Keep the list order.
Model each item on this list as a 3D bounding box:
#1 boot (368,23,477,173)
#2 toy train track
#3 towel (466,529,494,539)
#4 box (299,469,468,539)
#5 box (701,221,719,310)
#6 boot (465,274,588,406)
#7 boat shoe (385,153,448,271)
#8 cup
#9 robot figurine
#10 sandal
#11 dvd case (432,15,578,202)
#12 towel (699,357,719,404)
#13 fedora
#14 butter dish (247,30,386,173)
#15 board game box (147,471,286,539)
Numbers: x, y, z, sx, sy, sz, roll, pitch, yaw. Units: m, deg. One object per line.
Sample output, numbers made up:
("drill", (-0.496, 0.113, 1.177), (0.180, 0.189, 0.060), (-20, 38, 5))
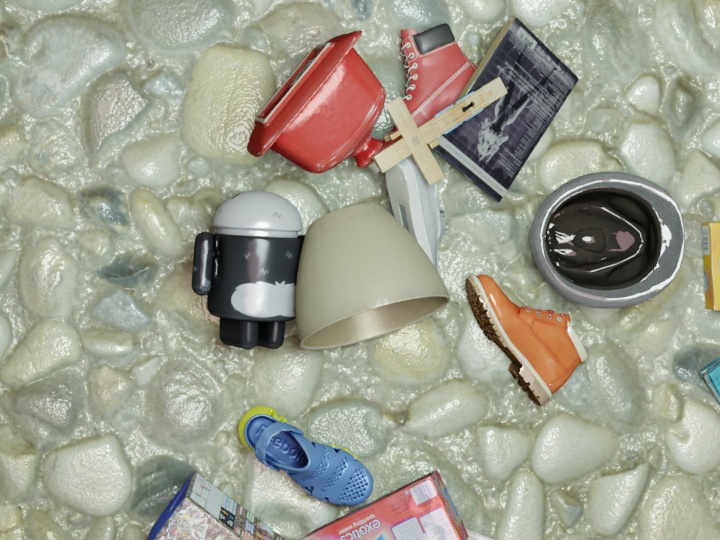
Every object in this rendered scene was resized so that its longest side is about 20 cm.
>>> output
("boot", (0.062, -0.232, 1.660), (0.199, 0.072, 0.145), (-37, 94, -10))
("toy train track", (0.098, -0.184, 1.590), (0.199, 0.032, 0.115), (-33, 101, -15))
("towel", (0.099, 0.442, 1.707), (0.189, 0.032, 0.202), (20, 90, -4))
("box", (0.031, 0.351, 1.640), (0.199, 0.095, 0.103), (-28, 82, 7))
("box", (0.569, -0.012, 1.719), (0.197, 0.041, 0.121), (-3, 92, -6))
("boot", (0.221, 0.070, 1.685), (0.107, 0.075, 0.201), (-38, 103, -5))
("boat shoe", (0.082, -0.063, 1.651), (0.068, 0.072, 0.202), (-25, 115, -24))
("cup", (0.000, 0.000, 1.594), (0.198, 0.200, 0.145), (-16, 78, -3))
("robot figurine", (-0.137, -0.002, 1.629), (0.123, 0.150, 0.203), (4, 93, 13))
("sandal", (-0.073, 0.253, 1.661), (0.198, 0.087, 0.080), (27, 88, -6))
("dvd case", (0.190, -0.210, 1.658), (0.148, 0.016, 0.201), (33, 89, -37))
("towel", (0.579, 0.180, 1.735), (0.146, 0.022, 0.201), (-35, 94, -1))
("fedora", (0.322, -0.040, 1.673), (0.198, 0.090, 0.179), (-6, 91, 3))
("butter dish", (-0.035, -0.190, 1.595), (0.147, 0.200, 0.200), (39, 89, -13))
("board game box", (-0.169, 0.370, 1.621), (0.199, 0.159, 0.097), (38, 90, -4))
